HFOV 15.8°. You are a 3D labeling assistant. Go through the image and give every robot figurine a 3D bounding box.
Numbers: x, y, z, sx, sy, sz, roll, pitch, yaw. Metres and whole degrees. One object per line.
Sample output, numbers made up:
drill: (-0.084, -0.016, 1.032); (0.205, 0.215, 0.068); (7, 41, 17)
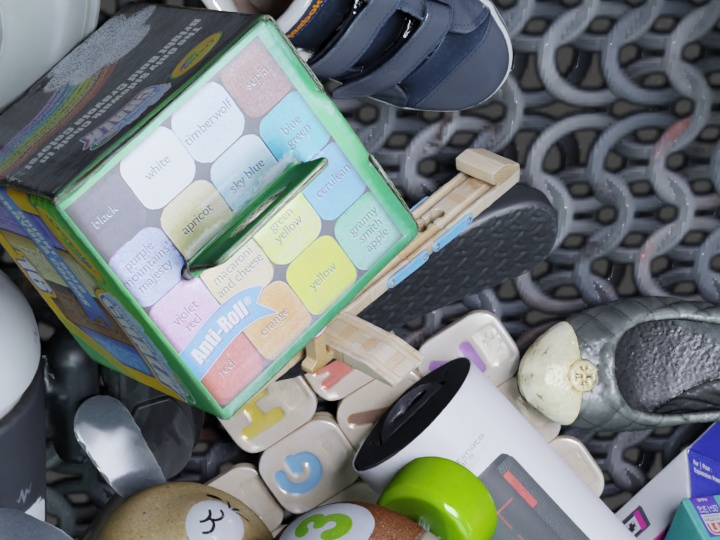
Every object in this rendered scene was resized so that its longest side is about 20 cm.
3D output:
robot figurine: (-0.212, 0.081, 1.245); (0.124, 0.150, 0.201); (21, 130, 22)

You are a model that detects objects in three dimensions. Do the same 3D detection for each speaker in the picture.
speaker: (0.088, 0.138, 1.282); (0.081, 0.081, 0.200); (-39, 102, 19)

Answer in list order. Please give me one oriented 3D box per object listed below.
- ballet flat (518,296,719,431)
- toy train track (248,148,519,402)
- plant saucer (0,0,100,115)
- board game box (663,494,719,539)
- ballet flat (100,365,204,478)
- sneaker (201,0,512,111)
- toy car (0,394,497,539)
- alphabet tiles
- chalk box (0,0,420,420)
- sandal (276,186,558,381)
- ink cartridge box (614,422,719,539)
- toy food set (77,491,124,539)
ballet flat: (0.176, 0.046, 1.301); (0.199, 0.057, 0.067); (-2, 93, -14)
toy train track: (0.004, -0.008, 1.191); (0.200, 0.114, 0.033); (-38, 139, -36)
plant saucer: (-0.214, -0.114, 1.145); (0.199, 0.050, 0.201); (-4, 126, -5)
board game box: (0.212, 0.196, 1.404); (0.151, 0.045, 0.201); (-4, 136, -25)
ballet flat: (-0.103, 0.011, 1.259); (0.066, 0.057, 0.201); (-5, 121, -22)
sneaker: (-0.010, -0.116, 1.158); (0.199, 0.080, 0.078); (29, 116, -28)
toy car: (-0.068, 0.137, 1.203); (0.200, 0.164, 0.158); (34, 134, 7)
alphabet tiles: (0.016, 0.117, 1.324); (0.195, 0.015, 0.200); (-32, 103, 10)
chalk box: (-0.069, -0.027, 1.105); (0.124, 0.200, 0.124); (-42, 114, -14)
sandal: (0.000, 0.000, 1.263); (0.199, 0.045, 0.075); (-20, 144, -16)
ink cartridge box: (0.164, 0.161, 1.403); (0.094, 0.037, 0.200); (23, 119, -40)
toy food set: (-0.072, 0.205, 1.338); (0.200, 0.060, 0.144); (41, 138, 0)
